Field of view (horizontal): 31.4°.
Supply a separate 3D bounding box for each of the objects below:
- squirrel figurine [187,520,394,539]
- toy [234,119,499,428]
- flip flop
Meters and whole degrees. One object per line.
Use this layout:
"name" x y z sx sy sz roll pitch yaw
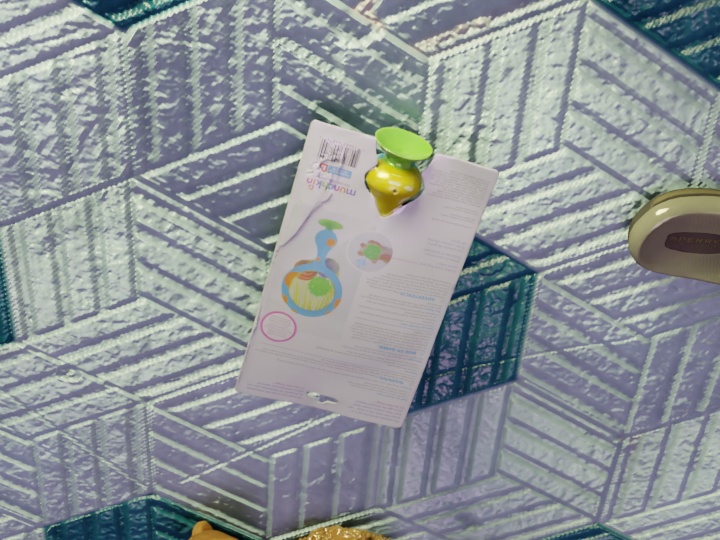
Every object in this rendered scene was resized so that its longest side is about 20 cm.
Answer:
"squirrel figurine" -0.062 0.267 0.978 0.199 0.141 0.189 -31 104 -23
"toy" 0.000 0.000 0.795 0.113 0.048 0.202 14 125 -8
"flip flop" 0.263 -0.008 0.785 0.196 0.058 0.082 5 130 -5
